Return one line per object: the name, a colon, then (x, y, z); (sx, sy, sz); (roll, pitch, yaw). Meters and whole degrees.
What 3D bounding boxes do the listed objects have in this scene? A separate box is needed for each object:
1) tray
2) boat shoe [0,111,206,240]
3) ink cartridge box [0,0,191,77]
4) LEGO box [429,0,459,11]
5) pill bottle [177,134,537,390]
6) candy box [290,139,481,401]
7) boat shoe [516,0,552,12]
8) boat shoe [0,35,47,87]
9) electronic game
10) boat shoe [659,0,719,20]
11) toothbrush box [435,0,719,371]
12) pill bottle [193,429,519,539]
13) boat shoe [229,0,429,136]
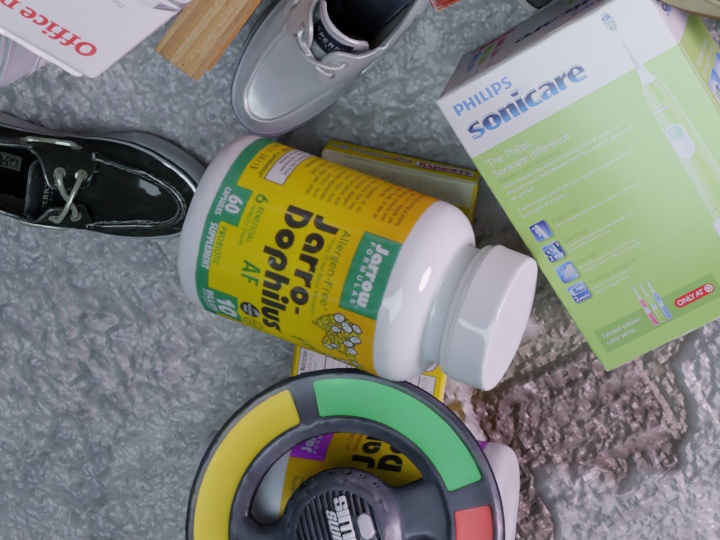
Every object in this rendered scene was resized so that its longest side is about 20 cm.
tray: (-0.042, -0.209, 1.369); (0.037, 0.099, 0.200); (36, 116, -5)
boat shoe: (-0.193, -0.054, 1.491); (0.199, 0.064, 0.071); (11, 115, 9)
ink cartridge box: (-0.141, -0.215, 1.290); (0.146, 0.083, 0.200); (29, 132, -35)
LEGO box: (0.067, -0.262, 1.228); (0.148, 0.077, 0.201); (-22, 96, 40)
pill bottle: (0.000, 0.000, 1.401); (0.199, 0.113, 0.113); (21, 116, 17)
candy box: (0.013, 0.021, 1.494); (0.102, 0.026, 0.201); (13, 115, 9)
boat shoe: (0.077, -0.247, 1.343); (0.057, 0.067, 0.201); (-21, 103, 25)
boat shoe: (-0.223, -0.193, 1.407); (0.072, 0.069, 0.201); (32, 138, 16)
electronic game: (-0.010, 0.160, 1.413); (0.198, 0.042, 0.202); (-1, 86, 12)
boat shoe: (0.244, -0.165, 1.306); (0.199, 0.074, 0.063); (13, 154, -16)
toothbrush box: (0.162, -0.065, 1.389); (0.145, 0.086, 0.201); (-29, 104, 23)
pill bottle: (-0.003, 0.150, 1.487); (0.199, 0.104, 0.105); (6, 114, 12)
boat shoe: (-0.014, -0.151, 1.406); (0.073, 0.065, 0.200); (40, 115, -6)
